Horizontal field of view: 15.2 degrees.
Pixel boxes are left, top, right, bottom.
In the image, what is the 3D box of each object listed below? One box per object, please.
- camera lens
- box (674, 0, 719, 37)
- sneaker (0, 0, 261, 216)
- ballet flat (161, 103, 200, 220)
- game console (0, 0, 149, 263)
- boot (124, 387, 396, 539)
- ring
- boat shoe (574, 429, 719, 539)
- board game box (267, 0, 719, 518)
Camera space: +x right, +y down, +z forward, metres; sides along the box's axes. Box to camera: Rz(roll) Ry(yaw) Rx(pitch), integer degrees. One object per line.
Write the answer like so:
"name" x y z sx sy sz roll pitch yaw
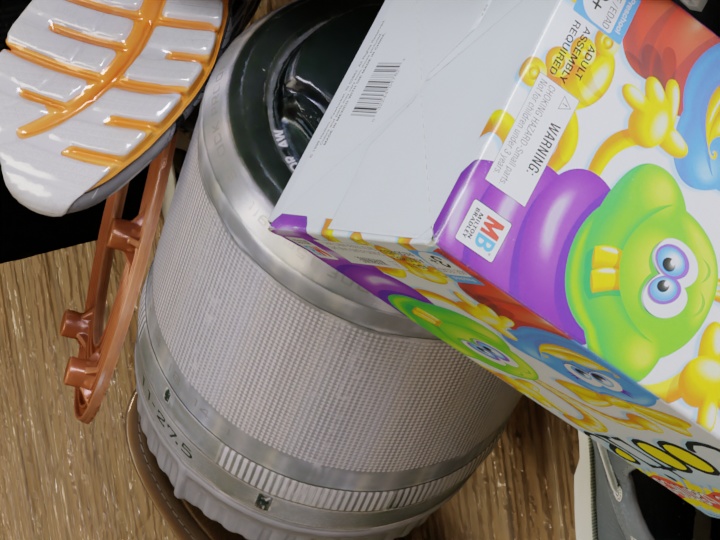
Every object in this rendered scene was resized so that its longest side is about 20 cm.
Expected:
"camera lens" 0.000 0.000 1.067 0.160 0.160 0.200 59 149 27
"box" 0.096 -0.145 0.940 0.200 0.046 0.159 51 144 38
"sneaker" -0.078 -0.098 1.063 0.078 0.200 0.077 20 152 15
"ballet flat" -0.048 -0.007 1.251 0.200 0.068 0.068 56 147 31
"game console" -0.184 -0.085 1.321 0.116 0.200 0.176 4 106 60
"boot" -0.054 0.106 1.231 0.200 0.074 0.155 46 170 -23
"ring" -0.105 -0.032 1.181 0.200 0.019 0.201 -166 90 -79
"boat shoe" 0.111 0.047 0.974 0.062 0.073 0.200 32 141 46
"board game box" 0.092 -0.005 0.836 0.103 0.200 0.105 8 68 60
